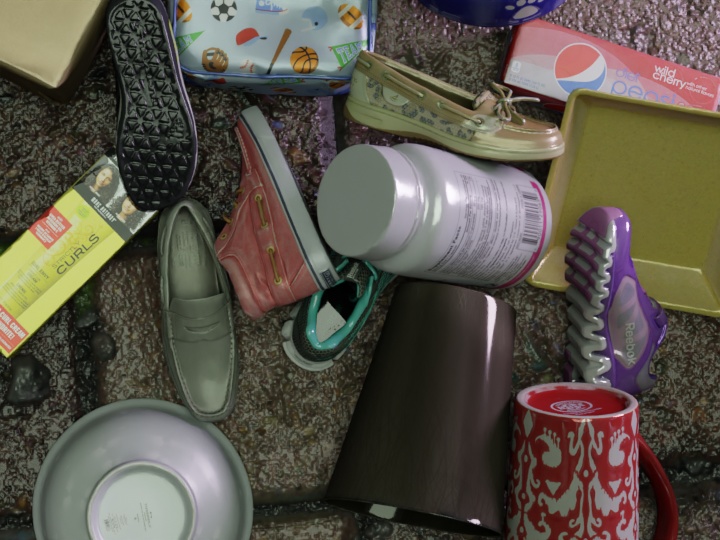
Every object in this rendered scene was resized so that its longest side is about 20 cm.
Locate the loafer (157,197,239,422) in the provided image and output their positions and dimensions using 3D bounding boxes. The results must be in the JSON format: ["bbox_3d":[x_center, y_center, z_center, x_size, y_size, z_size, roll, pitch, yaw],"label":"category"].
[{"bbox_3d":[-0.148,0.036,1.677,0.069,0.070,0.202,-11,87,-5],"label":"loafer"}]

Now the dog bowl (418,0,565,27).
[{"bbox_3d":[0.119,-0.324,1.690,0.198,0.079,0.202,-1,69,2],"label":"dog bowl"}]

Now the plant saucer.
[{"bbox_3d":[0.261,-0.068,1.703,0.198,0.049,0.201,9,119,-6],"label":"plant saucer"}]

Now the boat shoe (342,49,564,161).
[{"bbox_3d":[0.084,-0.141,1.639,0.198,0.073,0.063,13,105,6],"label":"boat shoe"}]

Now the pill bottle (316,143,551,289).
[{"bbox_3d":[0.064,-0.049,1.631,0.199,0.113,0.114,9,85,-45],"label":"pill bottle"}]

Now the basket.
[{"bbox_3d":[0.064,0.121,1.663,0.136,0.179,0.202,24,72,-44],"label":"basket"}]

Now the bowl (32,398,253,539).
[{"bbox_3d":[-0.192,0.213,1.656,0.199,0.090,0.203,0,86,-6],"label":"bowl"}]

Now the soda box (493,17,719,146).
[{"bbox_3d":[0.228,-0.170,1.730,0.198,0.063,0.071,17,85,-4],"label":"soda box"}]

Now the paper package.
[{"bbox_3d":[-0.300,-0.277,1.665,0.189,0.103,0.201,26,86,-2],"label":"paper package"}]

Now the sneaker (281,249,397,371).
[{"bbox_3d":[0.000,0.000,1.685,0.077,0.091,0.201,26,85,-5],"label":"sneaker"}]

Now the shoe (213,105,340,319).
[{"bbox_3d":[-0.095,-0.053,1.662,0.090,0.072,0.201,-25,60,1],"label":"shoe"}]

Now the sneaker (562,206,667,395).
[{"bbox_3d":[0.234,0.033,1.693,0.088,0.081,0.202,-7,116,-12],"label":"sneaker"}]

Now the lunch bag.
[{"bbox_3d":[-0.076,-0.243,1.700,0.198,0.076,0.162,2,84,-5],"label":"lunch bag"}]

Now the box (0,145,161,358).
[{"bbox_3d":[-0.268,-0.016,1.680,0.200,0.050,0.075,-44,93,-6],"label":"box"}]

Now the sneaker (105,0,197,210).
[{"bbox_3d":[-0.182,-0.156,1.654,0.071,0.083,0.202,-4,100,-3],"label":"sneaker"}]

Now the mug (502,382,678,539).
[{"bbox_3d":[0.195,0.204,1.663,0.132,0.177,0.202,7,105,29],"label":"mug"}]
